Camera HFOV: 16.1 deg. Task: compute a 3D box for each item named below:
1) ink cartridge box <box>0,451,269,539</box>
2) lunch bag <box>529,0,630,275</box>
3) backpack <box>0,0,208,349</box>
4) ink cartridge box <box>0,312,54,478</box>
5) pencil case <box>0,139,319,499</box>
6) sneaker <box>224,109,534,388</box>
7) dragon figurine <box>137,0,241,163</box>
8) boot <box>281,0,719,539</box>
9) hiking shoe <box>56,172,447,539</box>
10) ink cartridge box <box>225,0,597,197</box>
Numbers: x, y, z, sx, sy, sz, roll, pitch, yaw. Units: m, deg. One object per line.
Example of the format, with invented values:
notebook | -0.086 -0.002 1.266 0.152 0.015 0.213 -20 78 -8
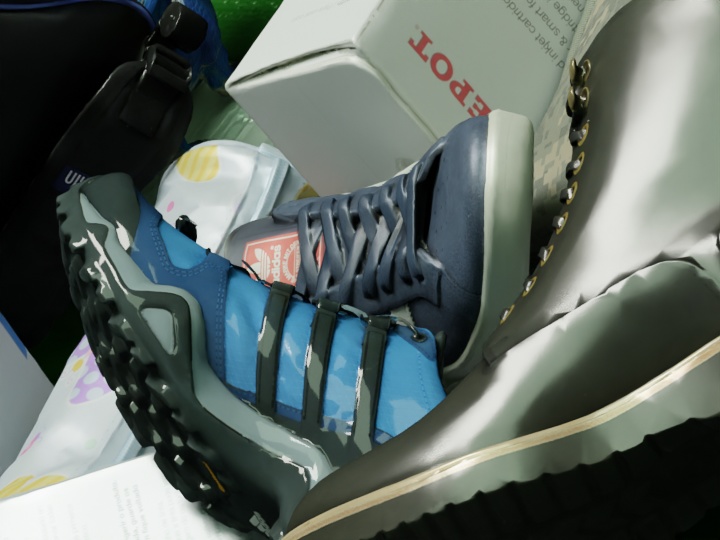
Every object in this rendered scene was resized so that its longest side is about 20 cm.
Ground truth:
ink cartridge box | -0.058 0.150 0.776 0.198 0.041 0.201 -16 56 0
lunch bag | 0.146 -0.082 0.846 0.164 0.117 0.201 -35 28 61
backpack | -0.187 -0.053 1.022 0.198 0.192 0.154 3 31 -25
ink cartridge box | -0.222 0.071 0.972 0.199 0.145 0.085 -11 40 25
pencil case | -0.071 0.043 0.939 0.082 0.091 0.201 17 50 11
sneaker | 0.000 0.000 0.830 0.084 0.200 0.076 9 69 -10
dragon figurine | -0.099 -0.093 1.113 0.058 0.100 0.201 -4 44 33
boot | 0.058 0.003 0.699 0.199 0.077 0.139 -24 59 11
hiking shoe | -0.017 0.039 0.780 0.086 0.075 0.200 -33 67 -20
ink cartridge box | 0.063 -0.094 0.949 0.085 0.148 0.201 -10 39 52
